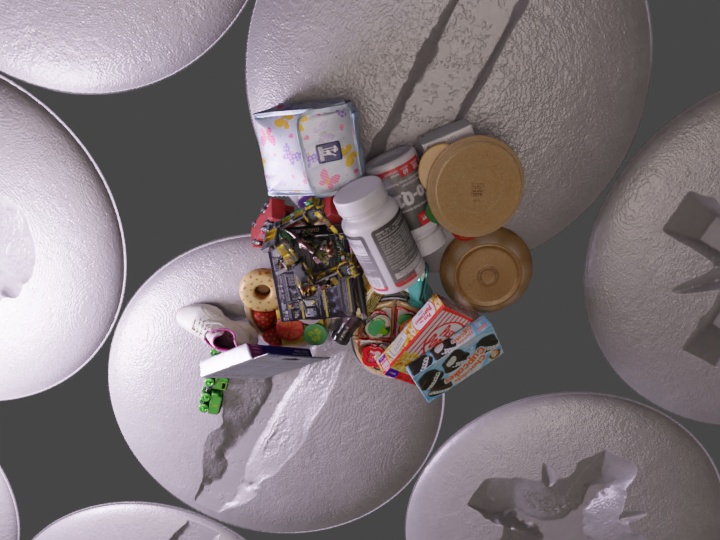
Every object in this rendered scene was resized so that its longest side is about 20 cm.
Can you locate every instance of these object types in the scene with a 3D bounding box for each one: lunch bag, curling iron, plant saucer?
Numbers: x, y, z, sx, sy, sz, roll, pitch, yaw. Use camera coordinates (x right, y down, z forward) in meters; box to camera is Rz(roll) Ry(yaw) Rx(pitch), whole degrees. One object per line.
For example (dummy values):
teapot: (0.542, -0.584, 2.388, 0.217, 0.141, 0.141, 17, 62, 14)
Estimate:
lunch bag: (-0.090, -0.233, 1.362, 0.198, 0.127, 0.171, 4, 115, 28)
curling iron: (0.000, 0.000, 1.487, 0.049, 0.025, 0.202, -5, 85, 33)
plant saucer: (0.268, 0.005, 1.520, 0.198, 0.035, 0.202, 1, 112, 2)

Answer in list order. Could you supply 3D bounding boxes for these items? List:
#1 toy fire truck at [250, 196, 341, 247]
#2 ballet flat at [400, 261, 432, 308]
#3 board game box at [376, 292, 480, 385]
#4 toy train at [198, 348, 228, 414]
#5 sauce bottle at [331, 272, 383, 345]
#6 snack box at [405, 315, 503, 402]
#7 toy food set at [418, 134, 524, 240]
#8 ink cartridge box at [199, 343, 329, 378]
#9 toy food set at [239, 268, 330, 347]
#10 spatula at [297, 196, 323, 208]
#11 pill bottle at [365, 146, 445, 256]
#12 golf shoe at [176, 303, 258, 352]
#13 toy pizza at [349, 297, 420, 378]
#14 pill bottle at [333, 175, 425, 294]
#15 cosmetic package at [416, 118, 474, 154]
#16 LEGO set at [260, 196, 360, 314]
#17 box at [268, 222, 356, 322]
toy fire truck: (-0.132, -0.097, 1.445, 0.140, 0.049, 0.200, 7, 155, -23)
ballet flat: (0.108, 0.032, 1.469, 0.070, 0.200, 0.068, 8, 72, 11)
board game box: (0.151, 0.154, 1.530, 0.151, 0.046, 0.200, 23, 113, -40)
toy train: (-0.326, 0.242, 1.636, 0.056, 0.042, 0.202, 12, 112, -13)
sauce bottle: (0.005, 0.070, 1.534, 0.066, 0.066, 0.201, 27, 106, -8)
snack box: (0.203, 0.190, 1.529, 0.199, 0.037, 0.116, -34, 136, -1)
toy food set: (0.213, -0.156, 1.358, 0.198, 0.049, 0.200, -17, 109, -4)
ink cartridge box: (-0.200, 0.186, 1.507, 0.199, 0.196, 0.044, -22, 69, 31)
toy food set: (-0.155, 0.079, 1.550, 0.196, 0.049, 0.202, -7, 111, 5)
spatula: (-0.051, -0.082, 1.504, 0.056, 0.021, 0.200, -39, 109, -3)
pill bottle: (0.091, -0.133, 1.421, 0.113, 0.114, 0.201, -22, 109, 10)
golf shoe: (-0.319, 0.125, 1.541, 0.198, 0.091, 0.076, 18, 101, 16)
toy pizza: (0.073, 0.155, 1.588, 0.198, 0.032, 0.202, 1, 112, 2)
pill bottle: (0.034, -0.066, 1.329, 0.113, 0.114, 0.201, -21, 118, 10)
cosmetic package: (0.197, -0.184, 1.420, 0.107, 0.085, 0.201, -23, 111, 6)
LEGO set: (-0.093, -0.023, 1.326, 0.152, 0.116, 0.201, -17, 119, 10)
box: (-0.095, 0.007, 1.440, 0.160, 0.049, 0.202, -4, 121, 6)
